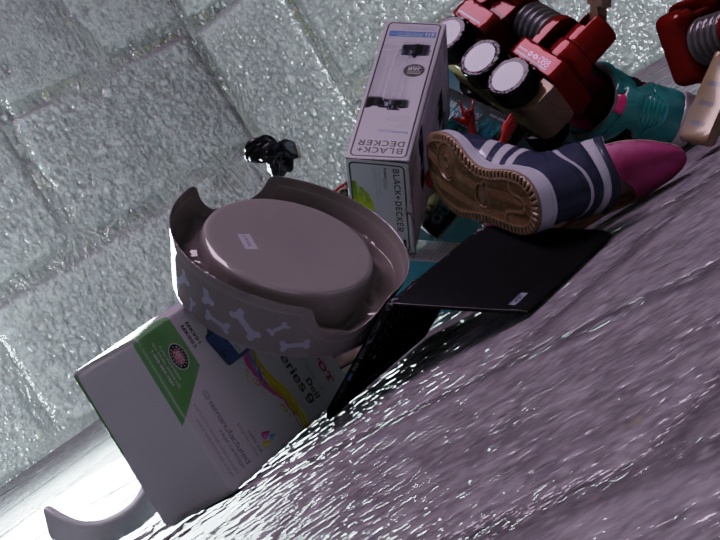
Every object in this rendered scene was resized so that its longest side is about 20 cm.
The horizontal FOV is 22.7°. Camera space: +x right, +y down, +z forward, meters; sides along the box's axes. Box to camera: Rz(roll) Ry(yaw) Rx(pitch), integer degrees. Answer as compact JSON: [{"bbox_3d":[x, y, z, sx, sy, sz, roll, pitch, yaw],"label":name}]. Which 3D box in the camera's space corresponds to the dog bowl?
[{"bbox_3d":[-0.062,-0.002,1.451,0.200,0.199,0.059,-36,-33,-54],"label":"dog bowl"}]

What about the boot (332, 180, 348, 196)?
[{"bbox_3d":[0.019,-0.029,1.942,0.073,0.151,0.200,-29,5,44],"label":"boot"}]

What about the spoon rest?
[{"bbox_3d":[-0.184,0.176,1.572,0.200,0.060,0.100,-39,-37,-31],"label":"spoon rest"}]

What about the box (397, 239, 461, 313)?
[{"bbox_3d":[0.000,0.000,1.684,0.198,0.050,0.082,4,14,15],"label":"box"}]

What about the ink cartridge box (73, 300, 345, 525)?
[{"bbox_3d":[-0.117,0.092,1.476,0.087,0.146,0.200,-30,4,35],"label":"ink cartridge box"}]

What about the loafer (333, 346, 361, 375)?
[{"bbox_3d":[-0.022,0.063,1.730,0.072,0.063,0.200,-34,3,-12],"label":"loafer"}]

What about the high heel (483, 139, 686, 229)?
[{"bbox_3d":[0.192,-0.047,1.561,0.198,0.068,0.097,-15,48,20],"label":"high heel"}]

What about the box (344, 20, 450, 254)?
[{"bbox_3d":[0.037,-0.127,1.673,0.059,0.117,0.201,5,47,11],"label":"box"}]

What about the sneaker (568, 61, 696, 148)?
[{"bbox_3d":[0.253,-0.156,1.815,0.200,0.120,0.085,165,120,-78],"label":"sneaker"}]

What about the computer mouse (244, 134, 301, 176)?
[{"bbox_3d":[-0.112,-0.035,1.725,0.110,0.043,0.202,-20,-50,-78],"label":"computer mouse"}]

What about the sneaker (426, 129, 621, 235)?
[{"bbox_3d":[0.142,-0.084,1.534,0.108,0.071,0.200,-16,23,-23],"label":"sneaker"}]

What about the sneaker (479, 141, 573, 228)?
[{"bbox_3d":[0.175,-0.070,1.715,0.114,0.077,0.199,-38,-4,20],"label":"sneaker"}]

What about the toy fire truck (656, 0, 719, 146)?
[{"bbox_3d":[0.339,-0.201,1.663,0.199,0.130,0.175,-25,8,-32],"label":"toy fire truck"}]

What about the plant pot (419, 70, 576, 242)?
[{"bbox_3d":[0.125,-0.111,1.921,0.200,0.200,0.188,-29,19,50],"label":"plant pot"}]

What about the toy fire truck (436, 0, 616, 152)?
[{"bbox_3d":[0.181,-0.250,1.771,0.200,0.129,0.176,-45,41,-2],"label":"toy fire truck"}]

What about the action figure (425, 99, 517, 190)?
[{"bbox_3d":[0.156,-0.113,1.636,0.198,0.100,0.065,-5,3,4],"label":"action figure"}]

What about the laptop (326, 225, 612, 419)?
[{"bbox_3d":[0.088,0.043,1.453,0.177,0.103,0.201,-36,-21,-53],"label":"laptop"}]

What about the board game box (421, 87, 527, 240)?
[{"bbox_3d":[0.074,-0.113,1.776,0.136,0.028,0.200,-50,26,-1],"label":"board game box"}]
